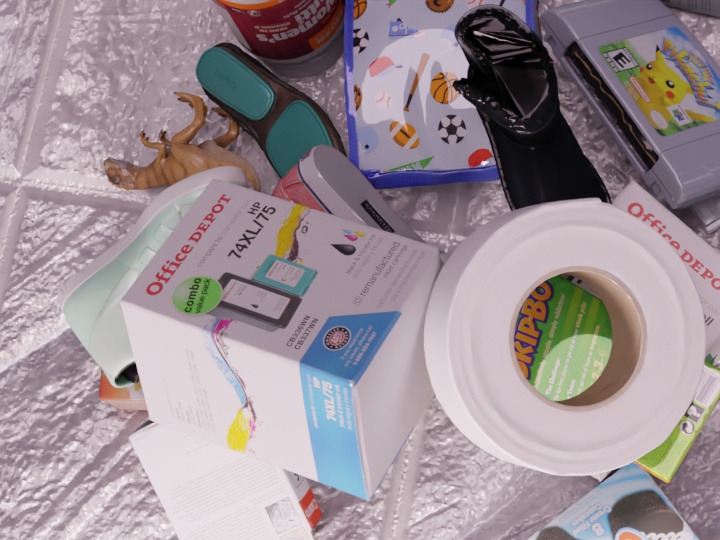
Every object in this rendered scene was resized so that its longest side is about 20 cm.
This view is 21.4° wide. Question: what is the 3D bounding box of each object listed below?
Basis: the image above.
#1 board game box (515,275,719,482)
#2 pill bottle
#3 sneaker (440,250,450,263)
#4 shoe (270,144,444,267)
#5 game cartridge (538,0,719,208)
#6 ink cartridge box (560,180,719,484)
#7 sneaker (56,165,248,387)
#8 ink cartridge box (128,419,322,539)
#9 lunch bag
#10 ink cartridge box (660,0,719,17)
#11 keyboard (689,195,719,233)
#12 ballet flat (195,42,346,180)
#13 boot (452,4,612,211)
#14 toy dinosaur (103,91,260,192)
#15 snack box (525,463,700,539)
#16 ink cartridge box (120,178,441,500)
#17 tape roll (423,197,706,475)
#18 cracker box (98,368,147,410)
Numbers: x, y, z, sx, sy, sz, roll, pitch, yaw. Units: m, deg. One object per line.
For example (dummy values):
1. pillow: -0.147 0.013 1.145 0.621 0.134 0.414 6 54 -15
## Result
1. board game box: 0.178 0.073 1.481 0.200 0.030 0.096 31 83 11
2. pill bottle: -0.070 -0.242 1.617 0.109 0.200 0.110 -3 74 10
3. sneaker: 0.032 0.066 1.580 0.087 0.075 0.201 17 79 10
4. shoe: 0.000 0.000 1.543 0.200 0.071 0.091 50 122 4
5. game cartridge: 0.248 -0.148 1.575 0.200 0.133 0.040 57 136 17
6. ink cartridge box: 0.208 0.049 1.541 0.146 0.084 0.200 42 86 18
7. sneaker: -0.148 0.011 1.558 0.200 0.074 0.118 -41 64 17
8. ink cartridge box: -0.096 0.198 1.562 0.109 0.050 0.200 -25 94 12
9. lunch bag: 0.071 -0.164 1.610 0.169 0.124 0.201 -5 67 8
10. ink cartridge box: 0.223 -0.298 1.603 0.199 0.146 0.083 16 77 15
11. keyboard: 0.266 -0.126 1.620 0.056 0.011 0.200 -29 71 -4
12. ballet flat: -0.062 -0.129 1.637 0.068 0.068 0.200 -51 61 17
13. boot: 0.132 -0.098 1.453 0.076 0.168 0.201 -25 84 6
14. toy dinosaur: -0.135 -0.097 1.659 0.200 0.060 0.107 1 71 39
15. snack box: 0.176 0.256 1.514 0.200 0.037 0.116 -37 71 -1
16. ink cartridge box: -0.055 0.050 1.456 0.199 0.146 0.147 17 52 21
17. tape roll: 0.150 0.049 1.404 0.202 0.071 0.203 0 89 -12
18. cracker box: -0.116 0.052 1.620 0.199 0.058 0.134 1 76 12
